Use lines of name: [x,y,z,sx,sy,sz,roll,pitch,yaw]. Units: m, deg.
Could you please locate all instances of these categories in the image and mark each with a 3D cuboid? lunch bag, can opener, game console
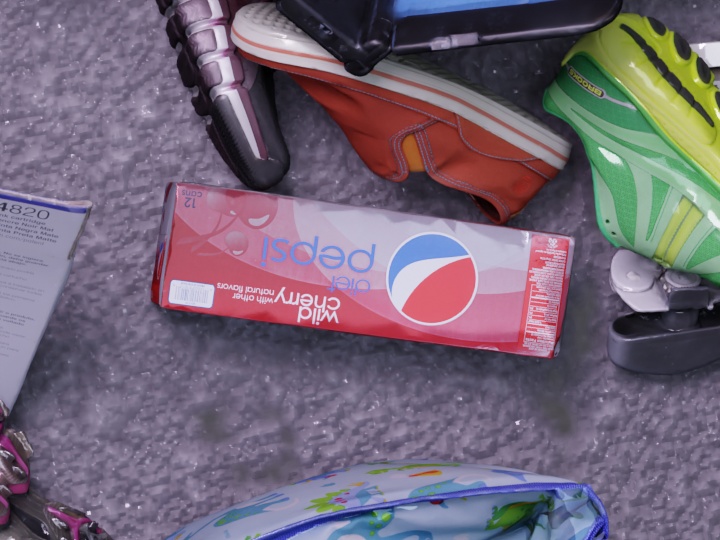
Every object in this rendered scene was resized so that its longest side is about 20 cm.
lunch bag: [0.010,0.149,1.259,0.200,0.170,0.128,-26,94,-9]
can opener: [0.221,0.010,1.357,0.199,0.053,0.067,-5,126,-7]
game console: [0.027,-0.196,1.231,0.176,0.200,0.116,38,128,-23]

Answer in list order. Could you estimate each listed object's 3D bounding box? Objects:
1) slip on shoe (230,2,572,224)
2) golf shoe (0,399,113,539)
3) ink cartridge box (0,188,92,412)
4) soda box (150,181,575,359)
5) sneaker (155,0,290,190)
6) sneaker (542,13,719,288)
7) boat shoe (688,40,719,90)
slip on shoe: [0.017,-0.074,1.282,0.200,0.074,0.061,24,101,-37]
golf shoe: [-0.176,0.143,1.291,0.092,0.073,0.200,-24,108,32]
ink cartridge box: [-0.234,-0.011,1.207,0.199,0.200,0.041,13,57,-13]
soda box: [0.000,0.000,1.306,0.199,0.070,0.064,8,90,-8]
sneaker: [-0.043,-0.148,1.298,0.115,0.076,0.201,-21,93,-11]
sneaker: [0.164,-0.031,1.299,0.200,0.084,0.074,55,38,0]
boat shoe: [0.249,-0.088,1.344,0.201,0.072,0.061,-2,92,-2]
